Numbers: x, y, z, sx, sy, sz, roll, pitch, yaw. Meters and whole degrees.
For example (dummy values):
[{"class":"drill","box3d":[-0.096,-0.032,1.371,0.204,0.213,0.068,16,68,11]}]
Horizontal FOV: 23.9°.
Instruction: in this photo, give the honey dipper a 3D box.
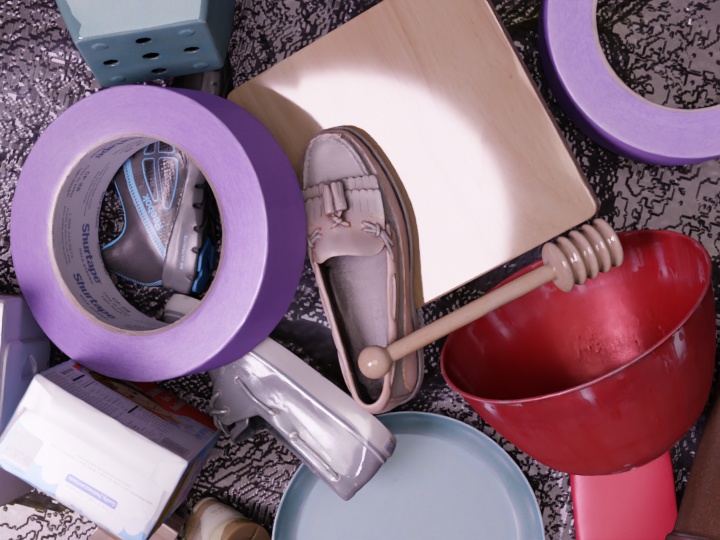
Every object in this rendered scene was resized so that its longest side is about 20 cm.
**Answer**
[{"class":"honey dipper","box3d":[0.086,0.021,1.157,0.200,0.038,0.038,-25,90,-14]}]

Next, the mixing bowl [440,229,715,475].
[{"class":"mixing bowl","box3d":[0.168,0.070,1.182,0.200,0.200,0.109,-28,112,2]}]

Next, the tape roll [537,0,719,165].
[{"class":"tape roll","box3d":[0.229,-0.177,1.217,0.199,0.085,0.201,0,90,1]}]

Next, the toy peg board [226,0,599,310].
[{"class":"toy peg board","box3d":[0.045,-0.088,1.230,0.199,0.098,0.200,-29,89,17]}]

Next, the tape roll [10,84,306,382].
[{"class":"tape roll","box3d":[-0.140,-0.026,1.172,0.199,0.066,0.201,2,94,23]}]

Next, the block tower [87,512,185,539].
[{"class":"block tower","box3d":[-0.201,0.251,1.236,0.058,0.054,0.200,34,97,-1]}]

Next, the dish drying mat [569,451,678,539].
[{"class":"dish drying mat","box3d":[0.198,0.209,1.252,0.077,0.018,0.201,-6,91,1]}]

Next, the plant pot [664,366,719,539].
[{"class":"plant pot","box3d":[0.310,0.152,1.172,0.200,0.200,0.199,13,82,2]}]

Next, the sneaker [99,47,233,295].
[{"class":"sneaker","box3d":[-0.140,-0.086,1.234,0.082,0.073,0.201,9,88,6]}]

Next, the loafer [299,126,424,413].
[{"class":"loafer","box3d":[0.000,0.000,1.171,0.072,0.063,0.201,-12,95,17]}]

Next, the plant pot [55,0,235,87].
[{"class":"plant pot","box3d":[-0.153,-0.239,1.176,0.141,0.141,0.201,-9,76,1]}]

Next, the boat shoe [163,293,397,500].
[{"class":"boat shoe","box3d":[-0.071,0.091,1.214,0.201,0.070,0.072,33,77,16]}]

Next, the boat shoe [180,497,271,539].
[{"class":"boat shoe","box3d":[-0.129,0.267,1.244,0.063,0.073,0.201,24,96,45]}]

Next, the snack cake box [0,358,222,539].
[{"class":"snack cake box","box3d":[-0.168,0.117,1.170,0.115,0.200,0.067,29,93,2]}]

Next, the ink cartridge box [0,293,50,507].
[{"class":"ink cartridge box","box3d":[-0.333,0.084,1.202,0.199,0.147,0.147,3,90,2]}]

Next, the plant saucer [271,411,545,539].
[{"class":"plant saucer","box3d":[0.034,0.203,1.246,0.199,0.027,0.201,0,89,-3]}]
